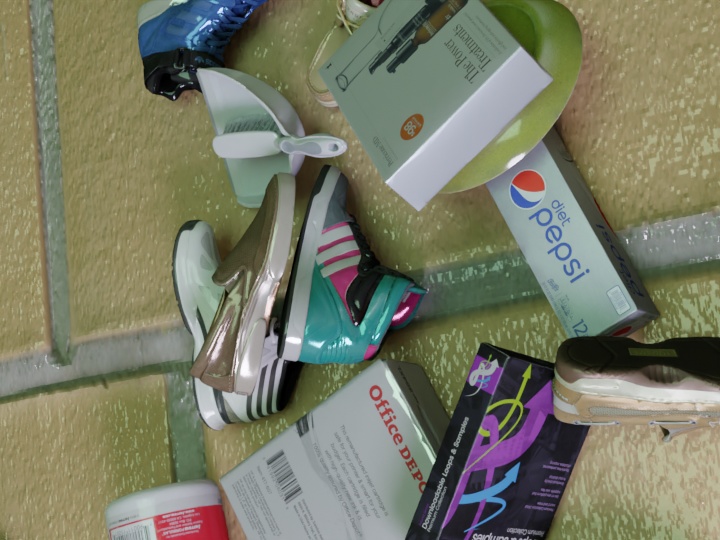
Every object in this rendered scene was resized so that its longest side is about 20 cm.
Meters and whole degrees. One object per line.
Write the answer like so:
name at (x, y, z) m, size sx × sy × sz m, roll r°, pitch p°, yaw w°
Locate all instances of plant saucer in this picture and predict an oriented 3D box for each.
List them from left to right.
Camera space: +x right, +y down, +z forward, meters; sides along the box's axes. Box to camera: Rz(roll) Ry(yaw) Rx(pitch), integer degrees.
plant saucer at (0.097, -0.160, 1.046) m, size 0.199 × 0.031 × 0.202 m, roll -28°, pitch 44°, yaw 30°

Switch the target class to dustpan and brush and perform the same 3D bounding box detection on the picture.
dustpan and brush at (-0.079, -0.120, 1.123) m, size 0.198 × 0.057 × 0.141 m, roll 2°, pitch 117°, yaw 37°

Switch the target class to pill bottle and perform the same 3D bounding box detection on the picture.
pill bottle at (-0.167, 0.305, 1.135) m, size 0.111 × 0.112 × 0.203 m, roll -19°, pitch 75°, yaw 25°

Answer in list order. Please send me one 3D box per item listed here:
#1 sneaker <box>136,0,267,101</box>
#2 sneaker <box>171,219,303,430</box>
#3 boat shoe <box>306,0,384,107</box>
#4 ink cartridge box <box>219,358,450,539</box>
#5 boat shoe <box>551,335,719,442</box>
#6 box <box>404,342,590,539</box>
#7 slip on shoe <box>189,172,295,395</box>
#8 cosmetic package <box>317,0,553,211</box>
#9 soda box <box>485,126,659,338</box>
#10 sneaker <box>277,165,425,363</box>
sneaker at (-0.141, -0.234, 1.207) m, size 0.198 × 0.076 × 0.113 m, roll -17°, pitch 70°, yaw 30°
sneaker at (-0.108, 0.043, 1.170) m, size 0.114 × 0.076 × 0.204 m, roll -12°, pitch 86°, yaw 17°
boat shoe at (0.010, -0.241, 1.132) m, size 0.200 × 0.069 × 0.074 m, roll -50°, pitch 65°, yaw 14°
ink cartridge box at (-0.005, 0.193, 1.077) m, size 0.199 × 0.084 × 0.147 m, roll -37°, pitch 68°, yaw 19°
boat shoe at (0.247, 0.097, 0.951) m, size 0.197 × 0.072 × 0.077 m, roll 6°, pitch 120°, yaw 5°
box at (0.114, 0.168, 0.983) m, size 0.036 × 0.142 × 0.202 m, roll 27°, pitch 98°, yaw 45°
slip on shoe at (-0.103, 0.008, 1.092) m, size 0.060 × 0.076 × 0.203 m, roll 13°, pitch 96°, yaw -7°
cosmetic package at (0.055, -0.164, 1.029) m, size 0.151 × 0.051 × 0.201 m, roll -46°, pitch 38°, yaw 14°
soda box at (0.168, -0.034, 1.022) m, size 0.063 × 0.068 × 0.202 m, roll -34°, pitch 68°, yaw 23°
sneaker at (0.000, 0.000, 1.098) m, size 0.119 × 0.084 × 0.202 m, roll 13°, pitch 57°, yaw -6°
